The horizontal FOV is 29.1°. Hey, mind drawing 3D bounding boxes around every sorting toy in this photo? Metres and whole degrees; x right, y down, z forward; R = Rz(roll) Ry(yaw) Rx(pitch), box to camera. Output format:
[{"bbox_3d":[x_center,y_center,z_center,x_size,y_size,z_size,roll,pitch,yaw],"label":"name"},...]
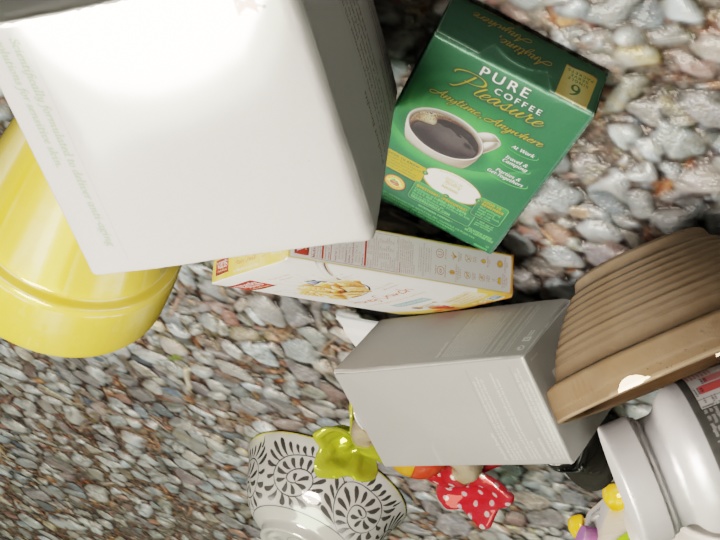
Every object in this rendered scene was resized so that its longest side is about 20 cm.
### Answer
[{"bbox_3d":[0.242,0.318,1.339,0.107,0.180,0.200,26,148,1],"label":"sorting toy"}]

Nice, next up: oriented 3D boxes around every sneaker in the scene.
[{"bbox_3d":[0.184,0.146,1.221,0.076,0.091,0.200,7,144,25],"label":"sneaker"}]

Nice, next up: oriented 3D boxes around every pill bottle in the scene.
[{"bbox_3d":[0.283,0.122,1.008,0.199,0.116,0.116,-21,135,4],"label":"pill bottle"}]

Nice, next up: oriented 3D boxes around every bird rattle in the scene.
[{"bbox_3d":[0.055,0.178,1.314,0.200,0.113,0.163,28,164,4],"label":"bird rattle"}]

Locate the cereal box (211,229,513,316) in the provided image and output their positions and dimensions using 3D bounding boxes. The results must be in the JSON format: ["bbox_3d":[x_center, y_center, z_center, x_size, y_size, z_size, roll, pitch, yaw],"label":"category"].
[{"bbox_3d":[0.000,0.000,1.094,0.199,0.040,0.144,9,168,-27],"label":"cereal box"}]

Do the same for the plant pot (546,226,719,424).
[{"bbox_3d":[0.216,0.031,0.989,0.201,0.200,0.093,-40,70,56],"label":"plant pot"}]

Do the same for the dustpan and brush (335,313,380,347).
[{"bbox_3d":[0.079,0.100,1.276,0.139,0.057,0.200,7,138,45],"label":"dustpan and brush"}]

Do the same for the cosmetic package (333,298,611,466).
[{"bbox_3d":[0.089,0.094,1.121,0.200,0.090,0.107,-4,120,43],"label":"cosmetic package"}]

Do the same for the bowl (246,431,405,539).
[{"bbox_3d":[-0.056,0.279,1.579,0.200,0.094,0.201,18,146,13],"label":"bowl"}]

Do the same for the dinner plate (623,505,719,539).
[{"bbox_3d":[0.299,0.166,1.066,0.200,0.200,0.024,2,131,34],"label":"dinner plate"}]

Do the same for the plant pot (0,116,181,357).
[{"bbox_3d":[-0.227,-0.063,1.141,0.200,0.201,0.189,29,132,-4],"label":"plant pot"}]

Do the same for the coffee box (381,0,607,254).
[{"bbox_3d":[0.081,-0.098,0.989,0.123,0.044,0.200,27,148,-1],"label":"coffee box"}]

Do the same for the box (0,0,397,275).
[{"bbox_3d":[-0.097,-0.131,0.880,0.199,0.172,0.199,-8,129,13],"label":"box"}]
